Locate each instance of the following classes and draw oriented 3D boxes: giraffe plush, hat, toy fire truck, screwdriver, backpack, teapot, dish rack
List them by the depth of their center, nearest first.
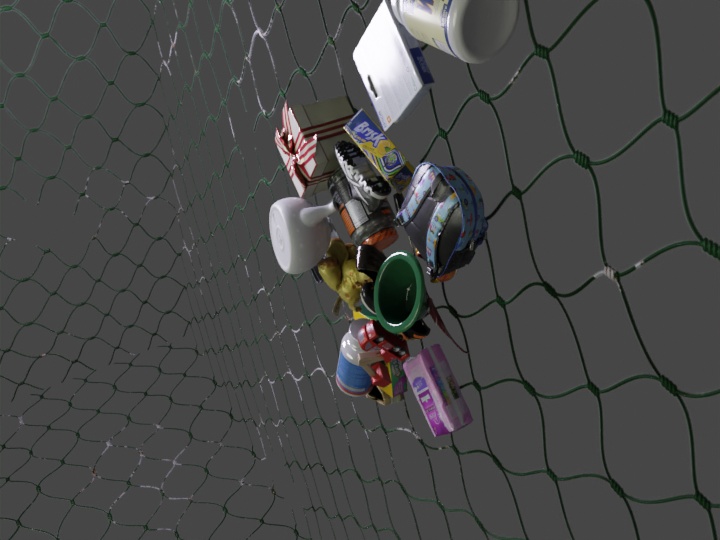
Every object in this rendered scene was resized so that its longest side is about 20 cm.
[{"bbox_3d":[0.169,-0.117,1.358,0.185,0.132,0.202,57,151,27],"label":"backpack"},{"bbox_3d":[0.142,0.069,1.567,0.163,0.172,0.207,5,87,52],"label":"hat"},{"bbox_3d":[0.113,-0.081,1.618,0.029,0.027,0.206,-73,-32,-82],"label":"screwdriver"},{"bbox_3d":[0.042,0.203,1.686,0.140,0.199,0.050,-35,46,22],"label":"toy fire truck"},{"bbox_3d":[-0.137,-0.092,1.746,0.200,0.142,0.203,-141,43,-56],"label":"teapot"},{"bbox_3d":[0.000,0.000,1.768,0.160,0.170,0.206,-27,51,40],"label":"giraffe plush"},{"bbox_3d":[-0.115,-0.075,2.042,0.156,0.053,0.201,61,152,20],"label":"dish rack"}]

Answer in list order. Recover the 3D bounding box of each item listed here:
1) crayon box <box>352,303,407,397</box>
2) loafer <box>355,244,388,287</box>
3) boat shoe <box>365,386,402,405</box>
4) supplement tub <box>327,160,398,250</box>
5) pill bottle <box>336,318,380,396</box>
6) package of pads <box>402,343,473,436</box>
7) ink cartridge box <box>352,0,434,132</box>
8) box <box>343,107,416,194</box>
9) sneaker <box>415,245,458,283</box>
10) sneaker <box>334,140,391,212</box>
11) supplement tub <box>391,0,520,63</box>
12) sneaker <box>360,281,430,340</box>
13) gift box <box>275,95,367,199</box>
[{"bbox_3d":[0.054,0.212,1.889,0.171,0.057,0.206,28,130,54],"label":"crayon box"},{"bbox_3d":[0.059,0.020,1.631,0.197,0.073,0.072,33,150,-21],"label":"loafer"},{"bbox_3d":[0.044,0.331,1.976,0.198,0.065,0.076,6,112,62],"label":"boat shoe"},{"bbox_3d":[0.009,-0.149,1.670,0.204,0.120,0.123,65,153,12],"label":"supplement tub"},{"bbox_3d":[-0.002,0.224,1.816,0.113,0.110,0.204,51,147,34],"label":"pill bottle"},{"bbox_3d":[0.182,0.288,1.665,0.205,0.074,0.121,66,156,12],"label":"package of pads"},{"bbox_3d":[0.066,-0.427,1.467,0.205,0.040,0.200,68,154,7],"label":"ink cartridge box"},{"bbox_3d":[0.044,-0.269,1.560,0.201,0.064,0.070,54,-170,32],"label":"box"},{"bbox_3d":[0.147,-0.074,1.498,0.205,0.075,0.073,68,156,10],"label":"sneaker"},{"bbox_3d":[-0.007,-0.207,1.584,0.201,0.065,0.092,52,143,28],"label":"sneaker"},{"bbox_3d":[0.153,-0.444,1.165,0.200,0.142,0.149,42,142,44],"label":"supplement tub"},{"bbox_3d":[0.089,0.093,1.662,0.199,0.071,0.089,42,156,-22],"label":"sneaker"},{"bbox_3d":[-0.102,-0.314,1.710,0.188,0.183,0.201,61,153,19],"label":"gift box"}]
